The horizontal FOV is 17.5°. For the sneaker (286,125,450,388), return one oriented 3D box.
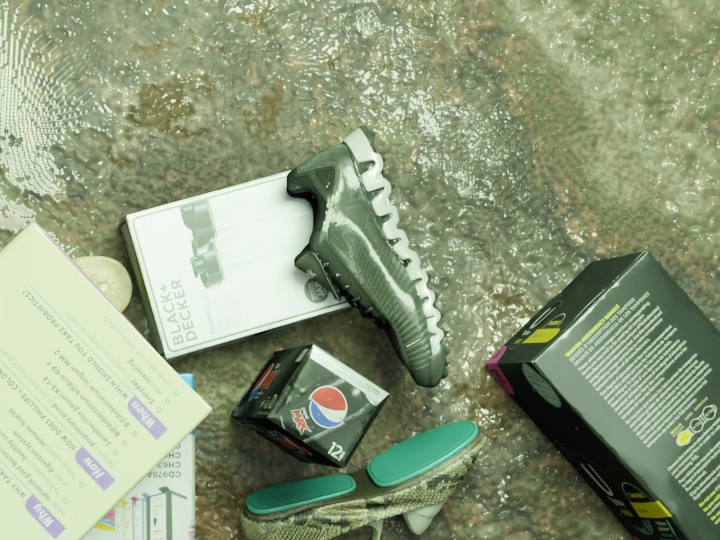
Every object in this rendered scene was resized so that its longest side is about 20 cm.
[{"bbox_3d":[0.000,0.000,1.730,0.090,0.066,0.201,-20,87,-8],"label":"sneaker"}]

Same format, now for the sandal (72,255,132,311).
[{"bbox_3d":[-0.271,0.035,1.734,0.211,0.070,0.078,-19,90,-11],"label":"sandal"}]

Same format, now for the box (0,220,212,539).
[{"bbox_3d":[-0.231,0.100,1.579,0.200,0.097,0.176,-44,92,-8],"label":"box"}]

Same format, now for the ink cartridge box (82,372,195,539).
[{"bbox_3d":[-0.197,0.176,1.701,0.147,0.145,0.201,0,87,-10],"label":"ink cartridge box"}]

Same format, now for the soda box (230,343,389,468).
[{"bbox_3d":[-0.039,0.099,1.707,0.071,0.200,0.063,33,82,-7],"label":"soda box"}]

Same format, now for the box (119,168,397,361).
[{"bbox_3d":[-0.072,-0.011,1.778,0.199,0.060,0.117,-15,89,-11],"label":"box"}]

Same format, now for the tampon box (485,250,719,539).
[{"bbox_3d":[0.217,0.103,1.779,0.126,0.150,0.200,-43,94,-10],"label":"tampon box"}]

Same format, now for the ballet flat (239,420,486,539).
[{"bbox_3d":[0.008,0.179,1.788,0.199,0.068,0.075,-20,112,-5],"label":"ballet flat"}]
